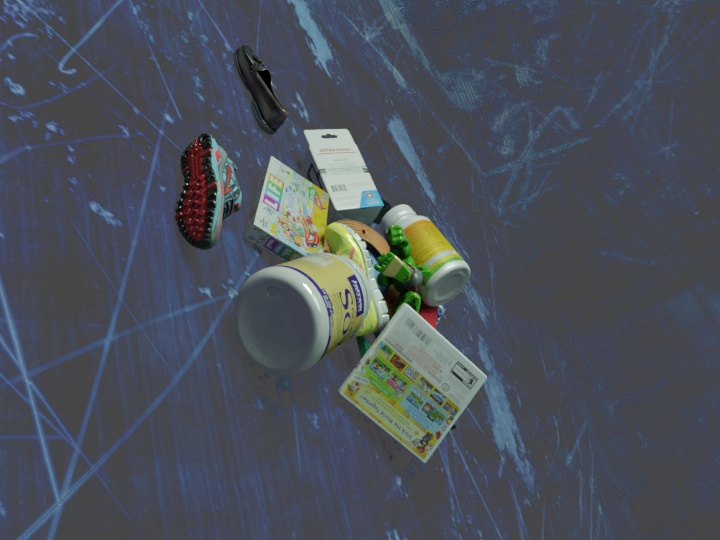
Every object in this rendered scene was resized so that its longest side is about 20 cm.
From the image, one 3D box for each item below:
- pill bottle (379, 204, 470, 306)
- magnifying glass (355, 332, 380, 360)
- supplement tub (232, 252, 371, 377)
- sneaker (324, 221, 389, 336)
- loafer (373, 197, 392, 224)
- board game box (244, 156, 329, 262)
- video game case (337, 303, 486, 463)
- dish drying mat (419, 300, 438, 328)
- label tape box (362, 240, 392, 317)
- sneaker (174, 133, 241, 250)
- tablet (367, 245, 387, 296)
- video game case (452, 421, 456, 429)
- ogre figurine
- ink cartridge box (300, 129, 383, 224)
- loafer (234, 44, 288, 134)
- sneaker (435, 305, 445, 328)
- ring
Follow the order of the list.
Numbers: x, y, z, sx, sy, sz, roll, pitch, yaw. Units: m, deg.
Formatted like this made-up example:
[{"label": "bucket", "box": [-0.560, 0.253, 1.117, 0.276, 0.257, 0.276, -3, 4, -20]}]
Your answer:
[{"label": "pill bottle", "box": [0.121, -0.037, 1.112, 0.110, 0.111, 0.201, 24, 25, -53]}, {"label": "magnifying glass", "box": [0.016, 0.159, 1.023, 0.080, 0.022, 0.203, 46, 29, -32]}, {"label": "supplement tub", "box": [-0.074, 0.054, 0.802, 0.148, 0.144, 0.199, 62, 25, 2]}, {"label": "sneaker", "box": [-0.024, 0.017, 0.925, 0.089, 0.078, 0.204, -20, 83, -26]}, {"label": "loafer", "box": [-0.017, -0.169, 1.264, 0.198, 0.074, 0.072, 35, -4, -34]}, {"label": "board game box", "box": [-0.121, -0.098, 0.962, 0.133, 0.034, 0.203, 31, 36, -24]}, {"label": "video game case", "box": [0.090, 0.190, 0.926, 0.199, 0.183, 0.023, 41, -6, -14]}, {"label": "dish drying mat", "box": [0.126, 0.055, 1.125, 0.076, 0.018, 0.202, 33, 38, -13]}, {"label": "label tape box", "box": [0.033, 0.013, 1.139, 0.197, 0.063, 0.146, 29, 37, -23]}, {"label": "sneaker", "box": [-0.203, -0.107, 0.797, 0.095, 0.078, 0.204, 38, 34, -45]}, {"label": "tablet", "box": [-0.030, 0.001, 1.020, 0.196, 0.014, 0.133, 11, 58, -35]}, {"label": "video game case", "box": [0.155, 0.224, 1.159, 0.201, 0.019, 0.145, 59, 16, -46]}, {"label": "ogre figurine", "box": [0.077, 0.019, 0.978, 0.203, 0.097, 0.120, 61, 13, -8]}, {"label": "ink cartridge box", "box": [-0.047, -0.190, 1.137, 0.114, 0.068, 0.204, -9, 64, -30]}, {"label": "loafer", "box": [-0.192, -0.370, 1.108, 0.071, 0.062, 0.204, 9, 57, -60]}, {"label": "sneaker", "box": [0.154, 0.098, 1.279, 0.075, 0.087, 0.203, 47, 29, -31]}, {"label": "ring", "box": [0.000, 0.000, 1.024, 0.197, 0.019, 0.205, 20, 54, -29]}]
